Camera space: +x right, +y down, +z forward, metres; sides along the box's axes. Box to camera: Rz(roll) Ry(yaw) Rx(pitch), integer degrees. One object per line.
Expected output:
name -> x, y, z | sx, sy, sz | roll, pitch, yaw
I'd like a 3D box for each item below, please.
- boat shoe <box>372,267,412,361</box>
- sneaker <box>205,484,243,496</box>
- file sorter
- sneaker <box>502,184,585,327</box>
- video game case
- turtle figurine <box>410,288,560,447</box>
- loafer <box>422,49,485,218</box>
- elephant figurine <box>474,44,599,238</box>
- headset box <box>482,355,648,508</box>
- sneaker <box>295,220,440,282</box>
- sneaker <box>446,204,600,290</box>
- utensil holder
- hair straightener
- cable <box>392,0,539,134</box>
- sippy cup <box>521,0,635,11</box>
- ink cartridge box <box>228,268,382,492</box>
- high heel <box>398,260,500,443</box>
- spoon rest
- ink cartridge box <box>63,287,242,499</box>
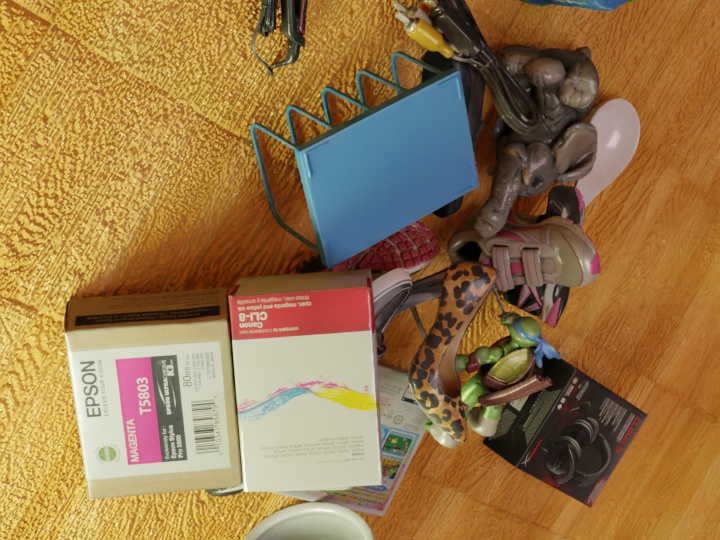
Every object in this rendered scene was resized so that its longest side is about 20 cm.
boat shoe -> -0.007, 0.087, 1.614 | 0.200, 0.066, 0.070 | -44, 159, 2
sneaker -> -0.086, 0.197, 1.659 | 0.199, 0.074, 0.080 | -30, 147, -16
file sorter -> 0.002, -0.123, 1.564 | 0.199, 0.122, 0.140 | -29, 126, -23
sneaker -> 0.209, -0.016, 1.774 | 0.081, 0.086, 0.201 | -59, 161, -47
video game case -> -0.007, 0.195, 1.779 | 0.199, 0.024, 0.183 | 20, 99, -42
turtle figurine -> 0.134, 0.101, 1.786 | 0.144, 0.199, 0.195 | -53, 167, -56
loafer -> 0.111, -0.157, 1.665 | 0.072, 0.073, 0.202 | -13, 119, -35
elephant figurine -> 0.199, -0.148, 1.701 | 0.154, 0.142, 0.202 | 2, 109, -14
headset box -> 0.276, 0.211, 1.962 | 0.200, 0.077, 0.149 | 32, 90, -40
sneaker -> 0.000, 0.000, 1.663 | 0.199, 0.081, 0.075 | -25, 154, -27
sneaker -> 0.179, -0.012, 1.690 | 0.088, 0.199, 0.082 | -38, 123, -36
utensil holder -> -0.045, 0.404, 1.755 | 0.169, 0.170, 0.201 | -31, 128, -21
hair straightener -> -0.085, -0.288, 1.482 | 0.076, 0.041, 0.201 | -8, 120, -34
cable -> 0.117, -0.229, 1.598 | 0.200, 0.050, 0.097 | 47, 37, -17
sippy cup -> 0.238, -0.344, 1.629 | 0.177, 0.130, 0.141 | -22, 124, -28
ink cartridge box -> -0.053, 0.110, 1.516 | 0.143, 0.145, 0.202 | -4, 97, 0
high heel -> 0.119, 0.092, 1.665 | 0.201, 0.142, 0.071 | 65, 23, -11
spoon rest -> 0.272, -0.121, 1.809 | 0.200, 0.061, 0.099 | -49, 131, -6
ink cartridge box -> -0.207, 0.126, 1.515 | 0.163, 0.075, 0.202 | -5, 117, -4
